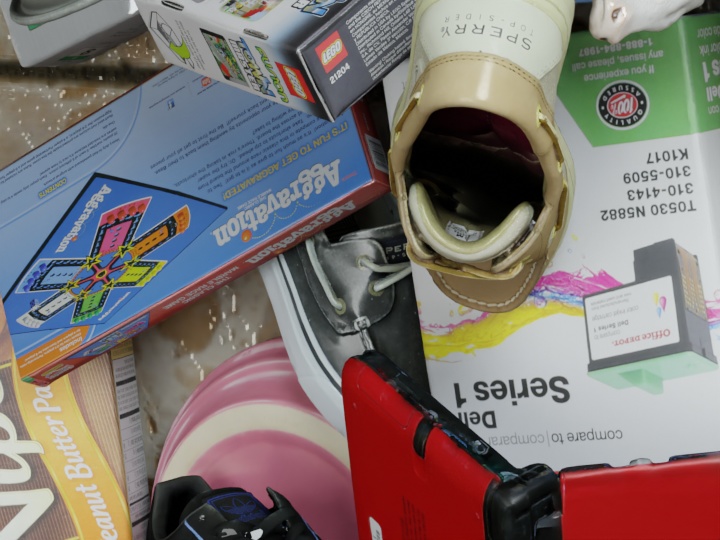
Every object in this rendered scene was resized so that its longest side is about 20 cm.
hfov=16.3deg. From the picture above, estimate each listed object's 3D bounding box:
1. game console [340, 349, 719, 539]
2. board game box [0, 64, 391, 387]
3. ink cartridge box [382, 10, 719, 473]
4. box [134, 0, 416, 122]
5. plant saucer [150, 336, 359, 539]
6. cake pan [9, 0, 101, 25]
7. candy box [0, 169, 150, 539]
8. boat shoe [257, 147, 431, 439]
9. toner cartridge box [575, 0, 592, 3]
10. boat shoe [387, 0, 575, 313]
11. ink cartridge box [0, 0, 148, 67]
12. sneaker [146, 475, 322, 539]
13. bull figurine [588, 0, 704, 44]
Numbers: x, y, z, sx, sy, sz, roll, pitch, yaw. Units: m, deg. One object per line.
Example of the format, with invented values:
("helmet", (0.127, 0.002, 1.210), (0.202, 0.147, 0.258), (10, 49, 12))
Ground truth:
("game console", (0.090, 0.126, 1.006), (0.172, 0.118, 0.201), (39, 146, 44))
("board game box", (-0.082, -0.037, 1.105), (0.200, 0.019, 0.103), (-28, 63, 25))
("ink cartridge box", (0.101, 0.002, 1.023), (0.144, 0.084, 0.201), (-6, 95, 35))
("box", (0.020, -0.141, 0.957), (0.110, 0.200, 0.035), (25, 150, 48))
("plant saucer", (-0.023, 0.131, 1.150), (0.200, 0.051, 0.201), (7, 102, 34))
("cake pan", (-0.071, -0.174, 1.030), (0.200, 0.200, 0.037), (-21, 113, 35))
("candy box", (-0.169, 0.052, 1.203), (0.115, 0.055, 0.201), (-6, 92, 8))
("boat shoe", (0.000, 0.000, 1.089), (0.200, 0.072, 0.071), (58, 139, 18))
("toner cartridge box", (0.068, -0.136, 1.017), (0.199, 0.095, 0.043), (1, 107, 35))
("boat shoe", (0.039, -0.033, 0.905), (0.074, 0.200, 0.067), (8, 60, 10))
("ink cartridge box", (-0.101, -0.201, 1.154), (0.200, 0.050, 0.162), (-21, 85, 37))
("sneaker", (-0.040, 0.134, 1.056), (0.200, 0.070, 0.078), (4, 105, 59))
("bull figurine", (0.076, -0.178, 0.888), (0.065, 0.121, 0.201), (149, 132, -73))
